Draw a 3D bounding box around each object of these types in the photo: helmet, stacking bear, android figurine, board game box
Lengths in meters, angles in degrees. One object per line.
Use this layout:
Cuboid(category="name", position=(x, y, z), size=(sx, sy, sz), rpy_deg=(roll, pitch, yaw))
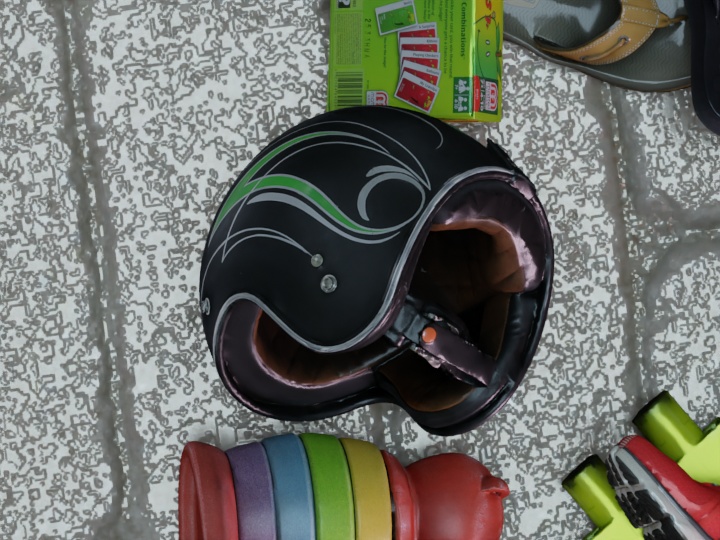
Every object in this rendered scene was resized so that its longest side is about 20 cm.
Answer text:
Cuboid(category="helmet", position=(0.000, 0.000, 1.440), size=(0.199, 0.190, 0.202), rpy_deg=(-14, 109, -44))
Cuboid(category="stacking bear", position=(-0.008, 0.156, 1.484), size=(0.198, 0.122, 0.114), rpy_deg=(-2, 58, -12))
Cuboid(category="android figurine", position=(0.225, 0.180, 1.521), size=(0.182, 0.041, 0.200), rpy_deg=(-43, 91, -1))
Cuboid(category="board game box", position=(0.035, -0.193, 1.489), size=(0.101, 0.048, 0.202), rpy_deg=(2, 91, 25))

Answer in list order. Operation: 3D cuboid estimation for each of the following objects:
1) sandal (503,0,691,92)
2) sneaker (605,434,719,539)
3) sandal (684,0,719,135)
Cuboid(category="sandal", position=(0.144, -0.167, 1.507), size=(0.199, 0.055, 0.082), rpy_deg=(18, 90, -2))
Cuboid(category="sneaker", position=(0.238, 0.157, 1.475), size=(0.200, 0.077, 0.085), rpy_deg=(37, 78, -6))
Cuboid(category="sandal", position=(0.232, -0.181, 1.488), size=(0.076, 0.043, 0.202), rpy_deg=(-2, 71, -22))
